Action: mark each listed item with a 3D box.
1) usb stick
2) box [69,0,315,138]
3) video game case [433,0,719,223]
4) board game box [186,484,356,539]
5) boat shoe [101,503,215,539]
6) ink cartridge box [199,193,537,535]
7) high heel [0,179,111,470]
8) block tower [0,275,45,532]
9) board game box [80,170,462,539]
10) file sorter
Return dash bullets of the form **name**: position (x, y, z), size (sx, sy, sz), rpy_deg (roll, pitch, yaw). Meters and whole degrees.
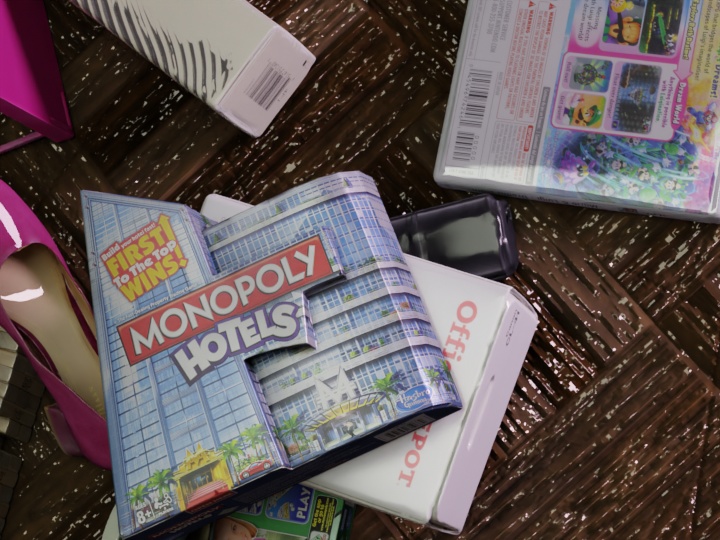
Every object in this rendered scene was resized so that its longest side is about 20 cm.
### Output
- **usb stick**: position (0.000, 0.000, 1.501), size (0.200, 0.033, 0.056), rpy_deg (-14, 80, 14)
- **box**: position (-0.131, -0.172, 1.557), size (0.200, 0.082, 0.068), rpy_deg (37, 91, 23)
- **video game case**: position (0.151, -0.137, 1.491), size (0.182, 0.024, 0.200), rpy_deg (8, 79, 19)
- **board game box**: position (-0.083, 0.204, 1.481), size (0.134, 0.029, 0.200), rpy_deg (9, 80, 18)
- **boat shoe**: position (-0.126, 0.230, 1.436), size (0.062, 0.075, 0.200), rpy_deg (1, 68, 29)
- **ink cartridge box**: position (-0.015, 0.056, 1.434), size (0.200, 0.086, 0.148), rpy_deg (19, 85, 18)
- **high heel**: position (-0.179, 0.029, 1.480), size (0.067, 0.200, 0.096), rpy_deg (-36, 20, -31)
- **block tower**: position (-0.245, 0.099, 1.542), size (0.058, 0.054, 0.200), rpy_deg (14, 81, 19)
- **board game box**: position (-0.072, 0.026, 1.380), size (0.200, 0.062, 0.200), rpy_deg (-26, 74, 11)
- **file sorter**: position (-0.291, -0.174, 1.578), size (0.125, 0.139, 0.200), rpy_deg (-20, 72, 15)
